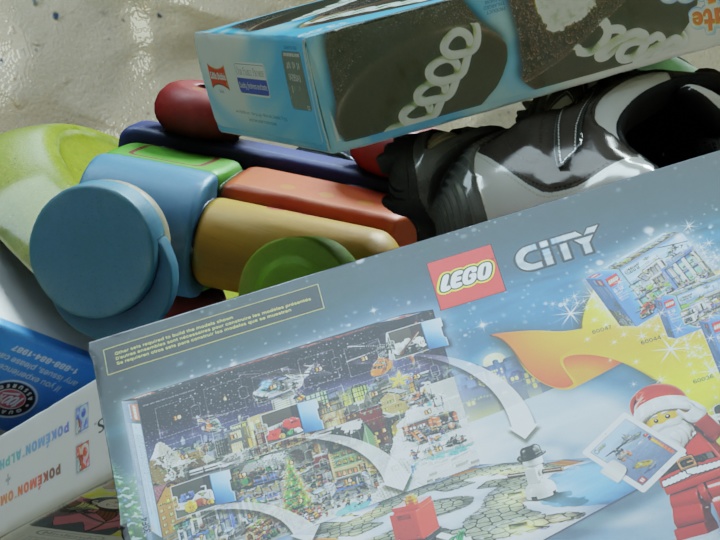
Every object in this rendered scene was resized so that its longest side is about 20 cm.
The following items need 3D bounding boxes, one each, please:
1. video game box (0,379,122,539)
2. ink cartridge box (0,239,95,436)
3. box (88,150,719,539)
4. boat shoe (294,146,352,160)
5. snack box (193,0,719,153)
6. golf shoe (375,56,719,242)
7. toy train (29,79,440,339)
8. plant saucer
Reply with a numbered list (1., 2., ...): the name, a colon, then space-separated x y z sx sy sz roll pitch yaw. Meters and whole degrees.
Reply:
1. video game box: -0.033 0.081 1.014 0.200 0.047 0.182 9 -21 -34
2. ink cartridge box: -0.167 0.080 1.102 0.145 0.084 0.200 25 -62 -43
3. box: 0.040 0.049 0.671 0.200 0.038 0.137 -17 46 1
4. boat shoe: 0.036 -0.001 1.180 0.200 0.075 0.062 26 50 18
5. snack box: 0.061 -0.080 0.825 0.200 0.037 0.116 -16 11 -17
6. golf shoe: 0.087 -0.027 0.823 0.094 0.078 0.200 -8 13 30
7. toy train: 0.000 0.000 0.870 0.200 0.085 0.116 12 14 14
8. plant saucer: -0.071 -0.002 1.102 0.031 0.200 0.200 -54 -6 12
